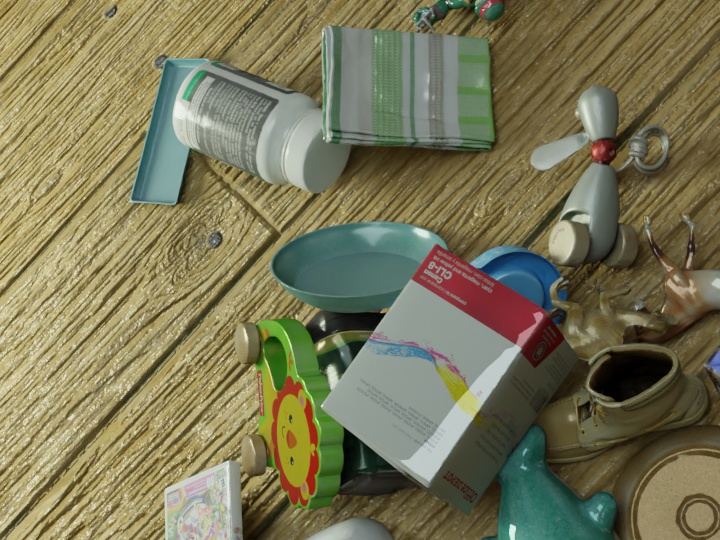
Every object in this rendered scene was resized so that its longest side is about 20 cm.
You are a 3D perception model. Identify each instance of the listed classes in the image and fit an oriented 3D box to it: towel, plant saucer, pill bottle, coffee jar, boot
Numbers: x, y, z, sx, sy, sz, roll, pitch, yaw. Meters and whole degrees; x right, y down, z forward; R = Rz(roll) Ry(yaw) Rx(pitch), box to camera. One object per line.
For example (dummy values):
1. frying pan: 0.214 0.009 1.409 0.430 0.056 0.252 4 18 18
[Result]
1. towel: 0.055 -0.213 1.675 0.199 0.031 0.150 2 71 -8
2. plant saucer: 0.000 0.000 1.616 0.199 0.200 0.036 8 118 25
3. pill bottle: -0.117 -0.170 1.738 0.200 0.113 0.113 25 82 29
4. plant saucer: -0.238 -0.176 1.847 0.070 0.019 0.201 5 74 24
5. coffee jar: 0.004 0.139 1.578 0.085 0.104 0.201 -40 55 46
6. boot: 0.238 0.133 1.453 0.199 0.155 0.073 -16 67 19
7. plant saucer: 0.339 0.248 1.438 0.199 0.035 0.201 -8 69 20

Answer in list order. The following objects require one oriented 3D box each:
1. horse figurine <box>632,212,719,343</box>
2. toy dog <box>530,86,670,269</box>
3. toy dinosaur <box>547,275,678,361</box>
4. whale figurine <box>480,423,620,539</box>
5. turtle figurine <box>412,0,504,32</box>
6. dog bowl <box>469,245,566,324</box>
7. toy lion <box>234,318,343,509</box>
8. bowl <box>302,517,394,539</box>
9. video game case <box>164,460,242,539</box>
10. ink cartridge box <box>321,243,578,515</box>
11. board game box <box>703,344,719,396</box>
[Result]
1. horse figurine: 0.374 0.001 1.500 0.199 0.050 0.133 -6 80 15
2. toy dog: 0.242 -0.087 1.569 0.096 0.132 0.201 -8 57 57
3. toy dinosaur: 0.222 0.061 1.491 0.199 0.058 0.101 -24 46 1
4. whale figurine: 0.179 0.258 1.442 0.159 0.104 0.201 -24 81 23
5. turtle figurine: 0.115 -0.350 1.715 0.150 0.100 0.200 -56 50 38
6. dog bowl: 0.126 0.049 1.563 0.200 0.112 0.050 -36 21 8
7. toy lion: -0.070 0.151 1.552 0.192 0.068 0.201 172 94 -65
8. bowl: -0.037 0.372 1.533 0.199 0.075 0.200 -30 61 10
9. video game case: -0.173 0.324 1.599 0.143 0.018 0.201 -29 58 47
10. ink cartridge box: 0.089 0.110 1.423 0.144 0.145 0.200 32 83 28
11. board game box: 0.423 0.083 1.366 0.097 0.200 0.160 38 87 29
